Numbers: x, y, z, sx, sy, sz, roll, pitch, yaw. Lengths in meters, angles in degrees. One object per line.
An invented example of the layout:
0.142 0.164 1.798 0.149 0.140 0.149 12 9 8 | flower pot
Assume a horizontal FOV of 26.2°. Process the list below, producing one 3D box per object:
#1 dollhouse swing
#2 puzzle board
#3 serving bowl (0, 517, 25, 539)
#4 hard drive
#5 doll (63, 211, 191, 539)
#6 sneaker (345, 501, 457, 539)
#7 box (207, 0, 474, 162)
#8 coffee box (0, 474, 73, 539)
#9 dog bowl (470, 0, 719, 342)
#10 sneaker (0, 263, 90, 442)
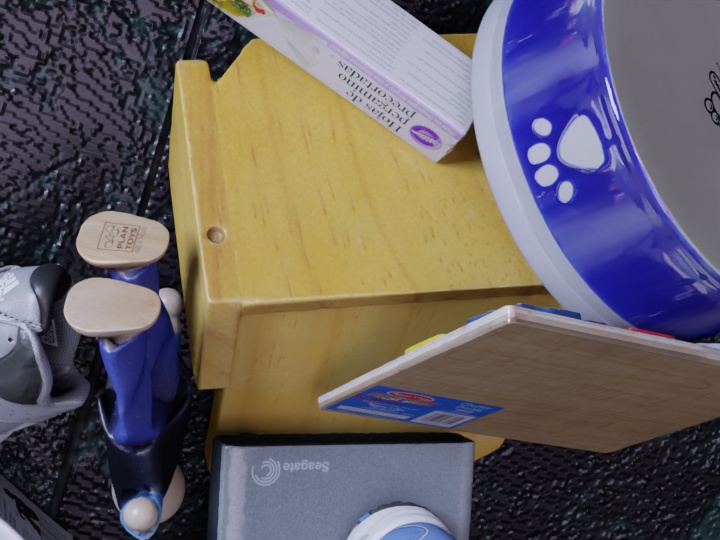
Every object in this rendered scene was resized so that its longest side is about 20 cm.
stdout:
0.000 0.000 0.821 0.198 0.176 0.183 -4 67 -15 | dollhouse swing
0.101 0.055 0.760 0.199 0.150 0.018 12 65 -33 | puzzle board
-0.230 0.184 0.698 0.198 0.066 0.202 -1 94 -17 | serving bowl
-0.014 0.185 0.804 0.138 0.033 0.202 2 95 -21 | hard drive
-0.107 0.061 0.763 0.048 0.137 0.201 2 139 0 | doll
-0.001 0.214 0.752 0.075 0.077 0.202 19 88 -22 | sneaker
-0.029 -0.128 0.734 0.199 0.039 0.042 34 63 -8 | box
-0.248 0.125 0.764 0.113 0.080 0.200 -42 114 2 | coffee box
0.147 -0.066 0.754 0.079 0.201 0.200 -24 123 41 | dog bowl
-0.194 -0.002 0.717 0.115 0.075 0.200 -14 128 32 | sneaker
